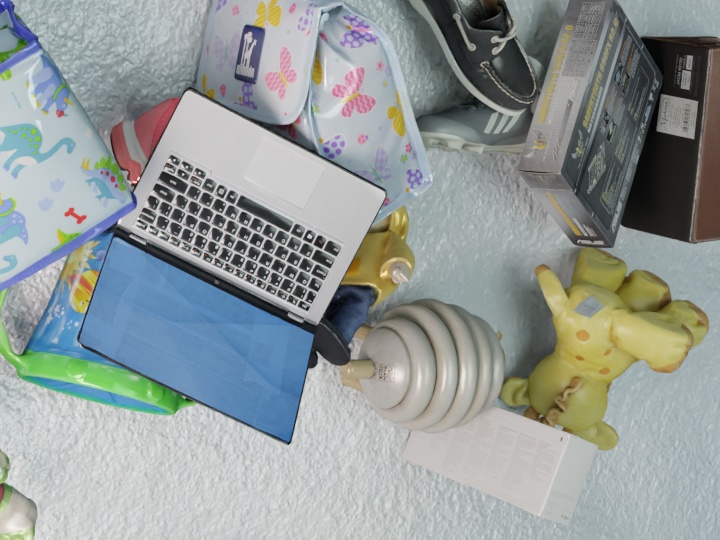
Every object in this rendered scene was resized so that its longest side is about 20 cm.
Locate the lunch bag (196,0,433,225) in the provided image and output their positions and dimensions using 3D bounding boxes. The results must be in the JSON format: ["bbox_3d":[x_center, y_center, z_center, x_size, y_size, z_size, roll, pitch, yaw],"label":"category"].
[{"bbox_3d":[-0.050,-0.148,1.636,0.127,0.169,0.201,-31,123,-26],"label":"lunch bag"}]

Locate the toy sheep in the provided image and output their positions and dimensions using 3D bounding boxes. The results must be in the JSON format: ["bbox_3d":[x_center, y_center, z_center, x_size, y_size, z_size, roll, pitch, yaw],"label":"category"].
[{"bbox_3d":[0.058,0.089,1.814,0.199,0.137,0.139,-7,106,-39],"label":"toy sheep"}]

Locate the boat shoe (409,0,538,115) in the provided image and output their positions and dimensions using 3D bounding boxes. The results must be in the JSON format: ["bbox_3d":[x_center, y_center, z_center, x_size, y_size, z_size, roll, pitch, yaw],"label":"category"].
[{"bbox_3d":[0.108,-0.231,1.782,0.201,0.060,0.074,54,49,-16],"label":"boat shoe"}]

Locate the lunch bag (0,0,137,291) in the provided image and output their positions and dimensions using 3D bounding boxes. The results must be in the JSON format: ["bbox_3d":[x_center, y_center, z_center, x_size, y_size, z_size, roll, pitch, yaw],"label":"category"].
[{"bbox_3d":[-0.300,-0.077,1.471,0.199,0.127,0.171,-35,124,-7],"label":"lunch bag"}]

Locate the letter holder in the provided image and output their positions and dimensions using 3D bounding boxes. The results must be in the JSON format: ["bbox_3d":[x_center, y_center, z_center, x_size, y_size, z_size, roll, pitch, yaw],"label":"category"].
[{"bbox_3d":[0.364,-0.140,2.036,0.141,0.100,0.202,-6,106,-41],"label":"letter holder"}]

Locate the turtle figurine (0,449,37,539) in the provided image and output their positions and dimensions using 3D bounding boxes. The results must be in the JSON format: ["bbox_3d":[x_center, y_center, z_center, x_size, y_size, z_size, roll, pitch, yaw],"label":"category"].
[{"bbox_3d":[-0.337,0.173,1.484,0.144,0.200,0.194,-38,133,-8],"label":"turtle figurine"}]

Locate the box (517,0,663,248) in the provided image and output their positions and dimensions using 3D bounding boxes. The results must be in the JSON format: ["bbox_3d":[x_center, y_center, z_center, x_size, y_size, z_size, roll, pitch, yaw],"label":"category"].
[{"bbox_3d":[0.228,-0.146,1.902,0.158,0.048,0.201,43,59,-52],"label":"box"}]

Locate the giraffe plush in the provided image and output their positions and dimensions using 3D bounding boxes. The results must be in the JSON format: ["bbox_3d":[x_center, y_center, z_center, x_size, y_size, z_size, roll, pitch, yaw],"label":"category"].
[{"bbox_3d":[0.236,0.092,1.968,0.199,0.172,0.163,-9,129,-49],"label":"giraffe plush"}]

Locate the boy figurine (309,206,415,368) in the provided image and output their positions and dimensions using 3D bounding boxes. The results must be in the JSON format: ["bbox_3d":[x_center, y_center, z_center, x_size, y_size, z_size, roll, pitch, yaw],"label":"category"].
[{"bbox_3d":[0.000,0.000,1.753,0.065,0.124,0.201,54,48,-30],"label":"boy figurine"}]

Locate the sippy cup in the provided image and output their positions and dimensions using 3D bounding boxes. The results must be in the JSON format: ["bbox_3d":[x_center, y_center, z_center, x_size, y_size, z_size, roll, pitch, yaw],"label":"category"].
[{"bbox_3d":[-0.202,0.040,1.591,0.177,0.139,0.131,26,73,-53],"label":"sippy cup"}]

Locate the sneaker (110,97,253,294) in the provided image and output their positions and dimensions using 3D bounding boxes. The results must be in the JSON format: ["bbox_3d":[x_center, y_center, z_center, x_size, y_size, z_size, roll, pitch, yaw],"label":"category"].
[{"bbox_3d":[-0.120,-0.053,1.593,0.086,0.074,0.201,-34,100,9],"label":"sneaker"}]

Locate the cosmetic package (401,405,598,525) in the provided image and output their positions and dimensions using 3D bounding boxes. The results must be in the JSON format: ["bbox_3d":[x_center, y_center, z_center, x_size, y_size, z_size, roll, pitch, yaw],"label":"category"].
[{"bbox_3d":[0.132,0.174,1.853,0.050,0.199,0.083,21,88,-40],"label":"cosmetic package"}]

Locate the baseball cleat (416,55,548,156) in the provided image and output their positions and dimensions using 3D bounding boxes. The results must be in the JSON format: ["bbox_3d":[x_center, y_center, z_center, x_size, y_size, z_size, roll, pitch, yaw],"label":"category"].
[{"bbox_3d":[0.120,-0.158,1.854,0.199,0.069,0.107,1,95,-50],"label":"baseball cleat"}]

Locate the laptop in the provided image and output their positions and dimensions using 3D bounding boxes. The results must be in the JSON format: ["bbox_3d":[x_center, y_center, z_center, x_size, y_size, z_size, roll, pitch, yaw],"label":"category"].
[{"bbox_3d":[-0.096,-0.005,1.514,0.186,0.116,0.201,27,98,-14],"label":"laptop"}]
